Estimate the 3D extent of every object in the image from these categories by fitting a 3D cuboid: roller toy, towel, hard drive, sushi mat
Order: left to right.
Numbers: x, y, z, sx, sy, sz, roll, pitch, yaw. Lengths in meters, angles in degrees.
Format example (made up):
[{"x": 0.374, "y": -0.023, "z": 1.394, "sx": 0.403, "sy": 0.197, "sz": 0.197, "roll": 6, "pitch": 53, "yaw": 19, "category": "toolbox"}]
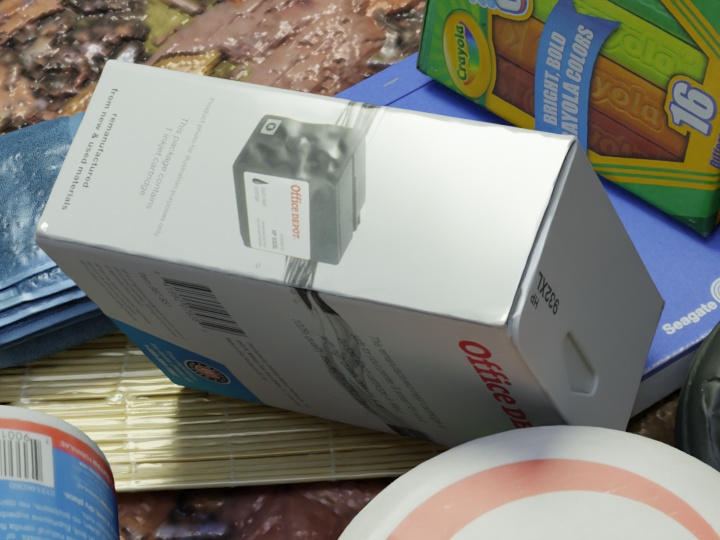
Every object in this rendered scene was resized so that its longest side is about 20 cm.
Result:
[{"x": -0.181, "y": -0.001, "z": 1.220, "sx": 0.199, "sy": 0.049, "sz": 0.112, "roll": -20, "pitch": 50, "yaw": 0, "category": "towel"}, {"x": -0.054, "y": 0.051, "z": 1.198, "sx": 0.199, "sy": 0.012, "sz": 0.096, "roll": -3, "pitch": 53, "yaw": 5, "category": "sushi mat"}, {"x": 0.066, "y": -0.018, "z": 1.216, "sx": 0.132, "sy": 0.025, "sz": 0.200, "roll": -29, "pitch": 55, "yaw": -22, "category": "hard drive"}, {"x": 0.074, "y": 0.155, "z": 1.026, "sx": 0.200, "sy": 0.140, "sz": 0.183, "roll": 25, "pitch": 61, "yaw": 23, "category": "roller toy"}]

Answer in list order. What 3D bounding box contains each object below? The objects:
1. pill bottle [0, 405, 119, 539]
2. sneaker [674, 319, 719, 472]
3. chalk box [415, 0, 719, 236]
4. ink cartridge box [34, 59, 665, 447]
[{"x": -0.140, "y": 0.160, "z": 1.071, "sx": 0.112, "sy": 0.112, "sz": 0.201, "roll": -8, "pitch": 54, "yaw": 2, "category": "pill bottle"}, {"x": 0.187, "y": 0.000, "z": 1.121, "sx": 0.060, "sy": 0.104, "sz": 0.200, "roll": 30, "pitch": 75, "yaw": 0, "category": "sneaker"}, {"x": 0.107, "y": -0.133, "z": 1.223, "sx": 0.200, "sy": 0.125, "sz": 0.124, "roll": 30, "pitch": 48, "yaw": 23, "category": "chalk box"}, {"x": 0.000, "y": 0.000, "z": 1.106, "sx": 0.199, "sy": 0.145, "sz": 0.084, "roll": 11, "pitch": 69, "yaw": 26, "category": "ink cartridge box"}]
